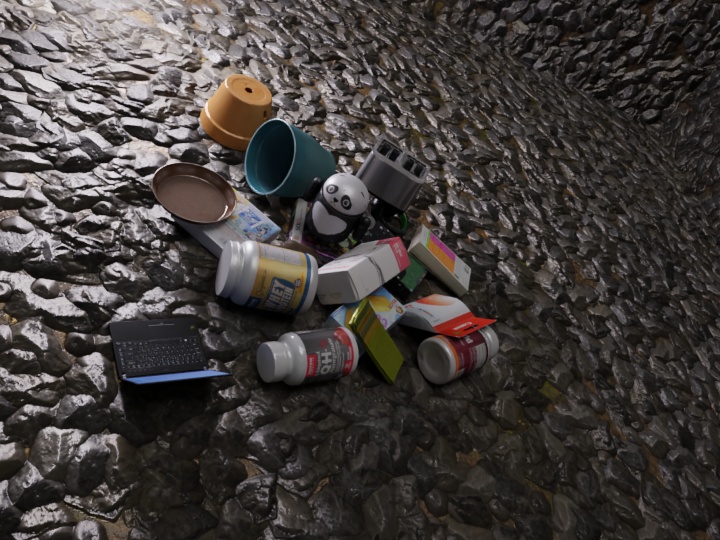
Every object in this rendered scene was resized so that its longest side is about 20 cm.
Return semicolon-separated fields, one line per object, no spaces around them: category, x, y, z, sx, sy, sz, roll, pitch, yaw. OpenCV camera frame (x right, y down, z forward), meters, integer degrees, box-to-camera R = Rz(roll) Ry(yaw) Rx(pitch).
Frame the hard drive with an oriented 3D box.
hard drive;0.083;-0.031;1.730;0.200;0.038;0.140;44;36;-2

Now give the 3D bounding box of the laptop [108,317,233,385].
laptop;-0.364;0.149;1.220;0.177;0.103;0.200;0;51;-35

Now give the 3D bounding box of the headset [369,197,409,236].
headset;0.061;-0.182;1.886;0.123;0.094;0.200;-26;83;-51

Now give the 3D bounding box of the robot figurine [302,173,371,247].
robot figurine;-0.061;-0.148;1.592;0.150;0.200;0.125;11;48;-26

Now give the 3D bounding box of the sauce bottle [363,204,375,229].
sauce bottle;-0.005;-0.174;1.780;0.066;0.066;0.200;12;29;-25

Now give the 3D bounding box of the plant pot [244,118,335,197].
plant pot;-0.176;-0.283;1.726;0.188;0.200;0.200;10;43;-49

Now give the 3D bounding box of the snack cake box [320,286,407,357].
snack cake box;0.011;0.119;1.537;0.115;0.067;0.200;42;40;10

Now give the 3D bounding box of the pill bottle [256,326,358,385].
pill bottle;-0.113;0.182;1.354;0.200;0.111;0.111;-3;52;-36

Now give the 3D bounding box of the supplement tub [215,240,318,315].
supplement tub;-0.209;0.015;1.428;0.200;0.145;0.145;13;44;-24

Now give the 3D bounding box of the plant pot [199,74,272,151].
plant pot;-0.337;-0.455;1.811;0.200;0.140;0.200;19;43;-18

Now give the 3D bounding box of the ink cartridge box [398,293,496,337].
ink cartridge box;0.213;0.110;1.609;0.162;0.200;0.050;-16;105;-43

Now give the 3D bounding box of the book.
book;0.232;-0.032;1.822;0.200;0.048;0.134;42;31;-10

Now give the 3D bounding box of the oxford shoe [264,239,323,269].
oxford shoe;-0.186;-0.037;1.558;0.200;0.073;0.085;15;40;-40

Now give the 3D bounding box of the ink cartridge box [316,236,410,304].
ink cartridge box;0.000;0.000;1.555;0.200;0.146;0.083;-32;107;-40

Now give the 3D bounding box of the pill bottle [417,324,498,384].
pill bottle;0.245;0.199;1.580;0.200;0.114;0.114;-13;59;-42

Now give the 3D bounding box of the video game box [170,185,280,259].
video game box;-0.324;-0.115;1.556;0.200;0.047;0.182;41;43;8

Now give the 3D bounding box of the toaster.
toaster;0.088;-0.273;1.830;0.181;0.119;0.200;32;34;-2

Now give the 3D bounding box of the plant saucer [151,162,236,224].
plant saucer;-0.392;-0.175;1.510;0.200;0.035;0.200;18;42;-16

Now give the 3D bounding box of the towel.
towel;0.042;0.162;1.458;0.200;0.018;0.086;58;44;-28

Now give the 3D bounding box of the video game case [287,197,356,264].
video game case;-0.090;-0.092;1.700;0.200;0.036;0.181;21;43;-16
